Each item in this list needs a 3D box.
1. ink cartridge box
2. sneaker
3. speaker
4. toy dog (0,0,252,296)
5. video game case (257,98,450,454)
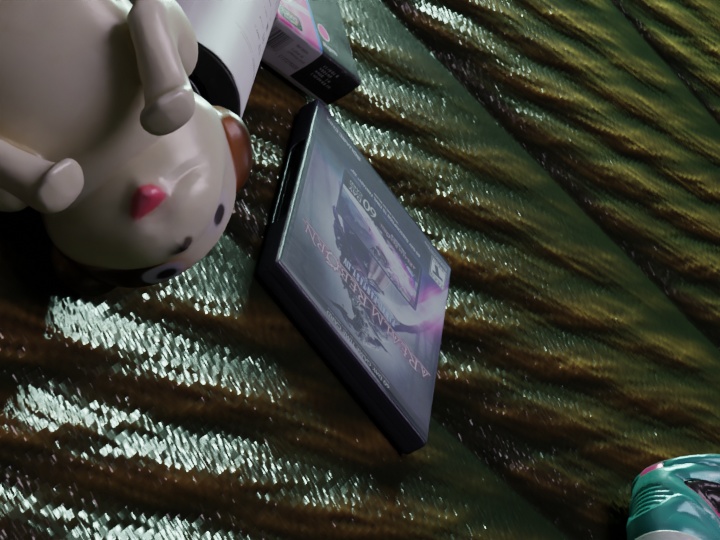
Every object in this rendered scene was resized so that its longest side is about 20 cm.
[{"bbox_3d":[-0.058,-0.204,1.671,0.095,0.037,0.200,33,31,-49],"label":"ink cartridge box"},{"bbox_3d":[0.241,0.186,1.776,0.200,0.084,0.121,41,37,-37],"label":"sneaker"},{"bbox_3d":[-0.088,-0.132,1.443,0.081,0.081,0.200,51,23,-21],"label":"speaker"},{"bbox_3d":[-0.140,-0.077,1.223,0.200,0.140,0.194,52,-14,-17],"label":"toy dog"},{"bbox_3d":[0.000,0.000,1.557,0.143,0.019,0.200,51,22,-21],"label":"video game case"}]
